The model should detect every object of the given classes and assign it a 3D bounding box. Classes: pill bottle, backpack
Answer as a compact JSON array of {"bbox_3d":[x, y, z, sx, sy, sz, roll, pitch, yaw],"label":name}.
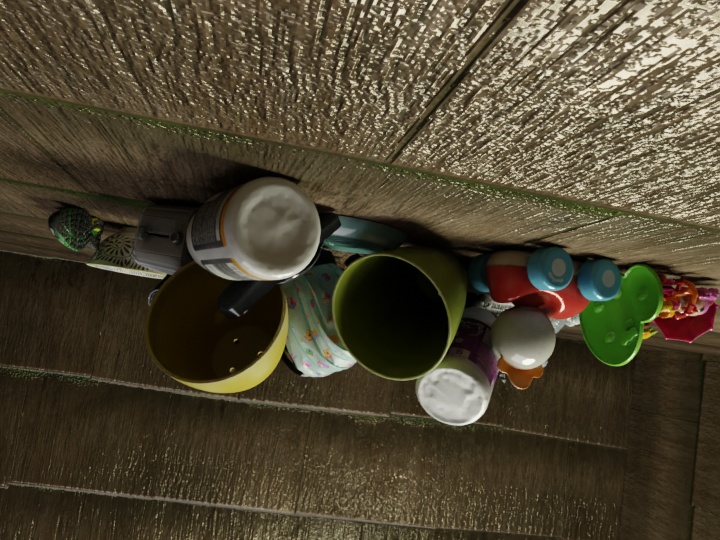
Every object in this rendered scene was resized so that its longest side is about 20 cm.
[{"bbox_3d":[0.164,0.140,1.004,0.111,0.113,0.200,6,-153,19],"label":"pill bottle"},{"bbox_3d":[-0.073,0.069,1.022,0.126,0.202,0.166,-29,168,39],"label":"backpack"},{"bbox_3d":[-0.141,-0.045,0.781,0.116,0.118,0.199,12,174,-30],"label":"pill bottle"}]

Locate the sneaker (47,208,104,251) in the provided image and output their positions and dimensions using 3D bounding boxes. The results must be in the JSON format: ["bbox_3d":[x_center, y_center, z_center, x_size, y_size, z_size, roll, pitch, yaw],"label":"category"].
[{"bbox_3d":[-0.566,-0.078,1.233,0.084,0.079,0.200,10,174,-8],"label":"sneaker"}]

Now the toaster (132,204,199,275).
[{"bbox_3d":[-0.268,-0.041,1.027,0.128,0.115,0.200,10,177,22],"label":"toaster"}]

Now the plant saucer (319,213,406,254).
[{"bbox_3d":[-0.029,-0.053,0.980,0.198,0.028,0.200,8,174,1],"label":"plant saucer"}]

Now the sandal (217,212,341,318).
[{"bbox_3d":[-0.106,-0.007,0.862,0.043,0.200,0.076,51,175,-31],"label":"sandal"}]

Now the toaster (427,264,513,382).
[{"bbox_3d":[0.194,0.085,1.165,0.179,0.201,0.119,7,-146,1],"label":"toaster"}]

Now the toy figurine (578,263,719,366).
[{"bbox_3d":[0.470,0.053,0.981,0.182,0.151,0.200,-4,152,-15],"label":"toy figurine"}]

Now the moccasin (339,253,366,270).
[{"bbox_3d":[0.000,0.000,1.188,0.080,0.069,0.199,-15,-177,41],"label":"moccasin"}]

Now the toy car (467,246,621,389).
[{"bbox_3d":[0.262,0.078,0.959,0.175,0.202,0.184,11,174,-24],"label":"toy car"}]

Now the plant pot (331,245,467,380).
[{"bbox_3d":[0.085,0.039,0.970,0.186,0.189,0.200,5,-161,28],"label":"plant pot"}]

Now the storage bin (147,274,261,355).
[{"bbox_3d":[-0.250,0.079,1.103,0.198,0.136,0.094,5,-154,6],"label":"storage bin"}]

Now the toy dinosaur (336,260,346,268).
[{"bbox_3d":[-0.111,0.000,1.411,0.199,0.103,0.136,26,169,33],"label":"toy dinosaur"}]

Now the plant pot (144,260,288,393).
[{"bbox_3d":[-0.188,0.095,0.922,0.198,0.201,0.142,7,150,13],"label":"plant pot"}]

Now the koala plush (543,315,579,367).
[{"bbox_3d":[0.389,0.111,1.451,0.176,0.185,0.200,23,148,-20],"label":"koala plush"}]

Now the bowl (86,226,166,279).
[{"bbox_3d":[-0.485,-0.040,1.391,0.199,0.095,0.201,8,174,1],"label":"bowl"}]
